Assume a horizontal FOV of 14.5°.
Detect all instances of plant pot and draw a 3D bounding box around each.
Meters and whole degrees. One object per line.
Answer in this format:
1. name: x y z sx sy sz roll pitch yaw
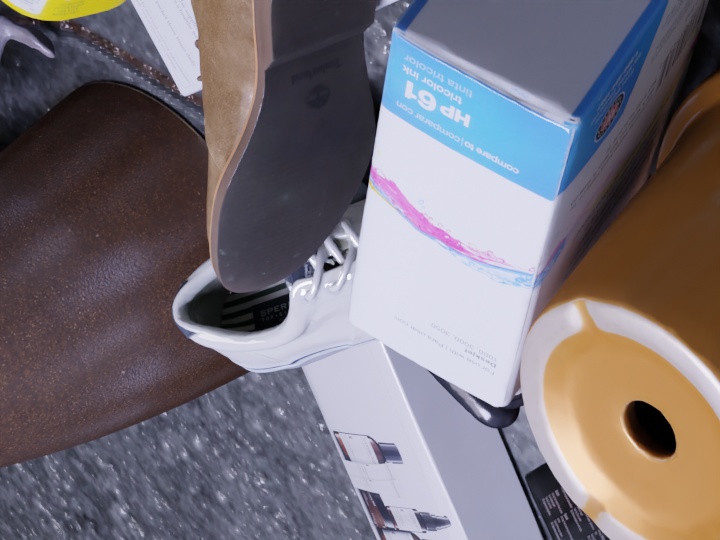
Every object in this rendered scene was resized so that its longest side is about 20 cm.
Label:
1. plant pot: -0.179 0.024 1.537 0.187 0.200 0.187 31 139 32
2. plant pot: 0.168 0.022 1.119 0.200 0.183 0.200 31 139 31

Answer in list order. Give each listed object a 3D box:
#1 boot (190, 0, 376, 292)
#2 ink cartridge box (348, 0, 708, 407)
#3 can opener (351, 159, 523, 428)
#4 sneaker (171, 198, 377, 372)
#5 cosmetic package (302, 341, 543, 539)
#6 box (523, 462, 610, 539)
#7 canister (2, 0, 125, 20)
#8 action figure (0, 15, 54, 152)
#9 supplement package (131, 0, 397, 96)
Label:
1. boot: -0.040 -0.081 1.205 0.075 0.074 0.200 45 140 36
2. ink cartridge box: 0.070 -0.062 1.130 0.085 0.145 0.200 27 147 13
3. can opener: 0.014 -0.008 1.358 0.200 0.079 0.063 51 167 19
4. sneaker: 0.000 0.000 1.282 0.200 0.071 0.073 -28 69 33
5. cosmetic package: 0.021 0.071 1.464 0.082 0.051 0.200 -2 117 51
6. box: 0.151 0.191 1.304 0.193 0.047 0.200 61 -177 -13
7. canister: -0.112 -0.207 1.158 0.149 0.086 0.200 68 153 13
8. action figure: -0.257 -0.073 1.584 0.105 0.200 0.193 43 116 -2
9. supplement package: -0.015 -0.168 1.247 0.200 0.114 0.110 -18 103 55
